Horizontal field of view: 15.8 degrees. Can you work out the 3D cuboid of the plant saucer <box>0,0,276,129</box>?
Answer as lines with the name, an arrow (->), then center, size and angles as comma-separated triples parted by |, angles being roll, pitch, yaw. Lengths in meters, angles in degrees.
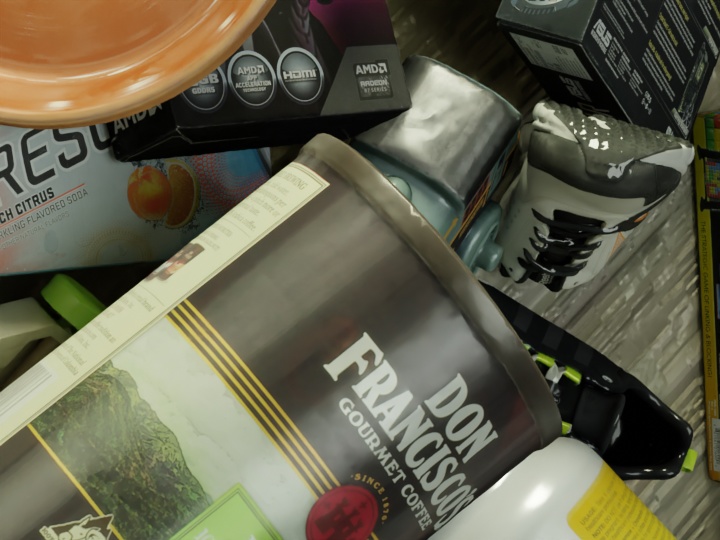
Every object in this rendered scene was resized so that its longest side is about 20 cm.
plant saucer -> -0.116, -0.152, 0.981 | 0.032, 0.200, 0.200 | 51, 55, -81

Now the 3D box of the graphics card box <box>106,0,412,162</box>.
graphics card box -> -0.061, -0.148, 1.050 | 0.125, 0.051, 0.200 | -7, 81, -40

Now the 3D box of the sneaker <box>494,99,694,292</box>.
sneaker -> 0.100, -0.028, 1.168 | 0.074, 0.200, 0.080 | 19, 87, 1

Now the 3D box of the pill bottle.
pill bottle -> 0.091, 0.147, 1.162 | 0.200, 0.112, 0.112 | 47, 63, -2

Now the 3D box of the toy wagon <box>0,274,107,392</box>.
toy wagon -> -0.151, 0.071, 1.021 | 0.155, 0.040, 0.200 | -49, 135, 1

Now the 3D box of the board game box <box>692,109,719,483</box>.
board game box -> 0.255, 0.004, 1.383 | 0.165, 0.057, 0.200 | -15, 106, -37

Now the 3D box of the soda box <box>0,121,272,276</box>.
soda box -> -0.131, -0.030, 1.036 | 0.200, 0.068, 0.064 | -6, 92, -40

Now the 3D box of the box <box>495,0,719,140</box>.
box -> 0.134, -0.147, 1.207 | 0.160, 0.044, 0.200 | -69, 158, -8

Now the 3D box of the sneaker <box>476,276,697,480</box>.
sneaker -> 0.089, 0.052, 1.230 | 0.200, 0.083, 0.072 | 25, 80, -40

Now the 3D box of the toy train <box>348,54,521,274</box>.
toy train -> 0.000, 0.000, 1.119 | 0.200, 0.085, 0.114 | -55, 169, -22

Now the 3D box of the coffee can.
coffee can -> -0.047, 0.067, 0.964 | 0.200, 0.146, 0.146 | -39, 122, -8
